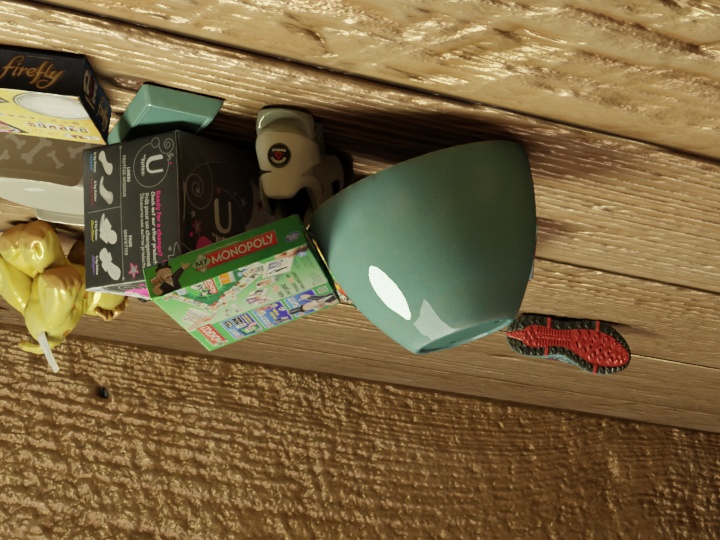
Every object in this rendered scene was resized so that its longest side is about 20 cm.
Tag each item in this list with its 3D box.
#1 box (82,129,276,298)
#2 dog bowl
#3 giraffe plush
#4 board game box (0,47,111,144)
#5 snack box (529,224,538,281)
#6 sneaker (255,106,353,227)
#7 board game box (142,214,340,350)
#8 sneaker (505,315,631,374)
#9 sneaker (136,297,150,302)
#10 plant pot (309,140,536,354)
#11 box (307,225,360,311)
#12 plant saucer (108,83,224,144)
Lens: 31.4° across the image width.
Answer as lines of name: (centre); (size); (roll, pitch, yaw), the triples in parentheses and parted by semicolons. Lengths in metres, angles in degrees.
box: (-0.147, -0.040, 1.177); (0.113, 0.134, 0.199); (-8, 170, 30)
dog bowl: (-0.301, -0.094, 1.280); (0.197, 0.060, 0.200); (6, 170, 1)
giraffe plush: (-0.388, 0.018, 1.755); (0.161, 0.203, 0.171); (-23, -170, -42)
board game box: (-0.313, -0.148, 1.046); (0.197, 0.035, 0.136); (7, 170, -1)
snack box: (0.089, -0.017, 1.420); (0.166, 0.069, 0.200); (10, 171, -7)
sneaker: (-0.056, -0.075, 1.145); (0.073, 0.090, 0.200); (3, 171, 14)
board game box: (-0.095, 0.015, 1.099); (0.133, 0.029, 0.200); (-19, 164, 1)
sneaker: (0.326, 0.109, 2.006); (0.197, 0.081, 0.096); (15, 180, 4)
sneaker: (-0.147, 0.019, 1.317); (0.197, 0.092, 0.066); (15, 165, -22)
plant pot: (0.069, -0.008, 1.095); (0.197, 0.137, 0.200); (-17, 168, -4)
box: (0.000, 0.000, 1.330); (0.136, 0.038, 0.200); (32, 168, -1)
plant saucer: (-0.178, -0.126, 1.137); (0.069, 0.019, 0.200); (10, 169, -19)
